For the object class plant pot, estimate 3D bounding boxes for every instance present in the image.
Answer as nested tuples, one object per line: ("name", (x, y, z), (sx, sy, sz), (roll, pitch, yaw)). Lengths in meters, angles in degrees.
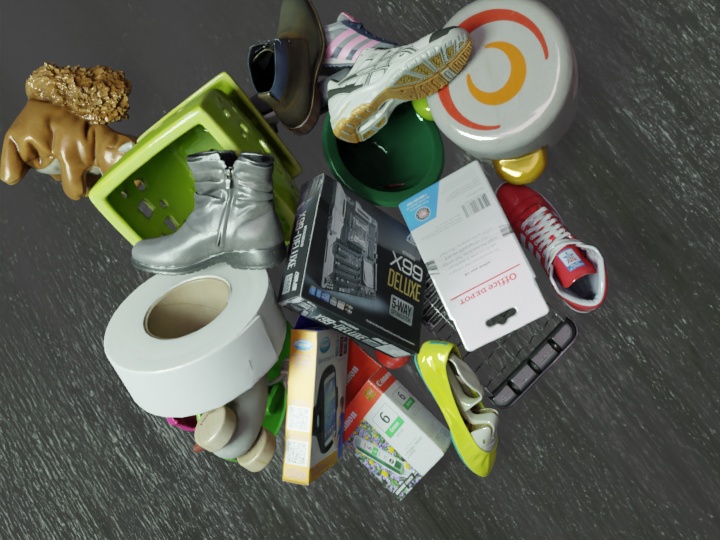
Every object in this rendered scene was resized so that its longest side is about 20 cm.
("plant pot", (-0.195, -0.121, 0.847), (0.196, 0.183, 0.201), (-29, 122, 21))

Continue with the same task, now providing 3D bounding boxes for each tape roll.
("tape roll", (-0.186, 0.067, 0.745), (0.197, 0.205, 0.072), (-8, 126, 13))

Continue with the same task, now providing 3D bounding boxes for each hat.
("hat", (-0.003, -0.139, 0.916), (0.195, 0.176, 0.170), (-2, 75, -19))

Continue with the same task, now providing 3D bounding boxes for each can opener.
("can opener", (-0.089, -0.236, 0.903), (0.196, 0.052, 0.068), (-16, 90, 23))

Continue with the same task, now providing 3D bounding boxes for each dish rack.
("dish rack", (0.170, 0.064, 0.854), (0.154, 0.054, 0.200), (-46, 78, 7))

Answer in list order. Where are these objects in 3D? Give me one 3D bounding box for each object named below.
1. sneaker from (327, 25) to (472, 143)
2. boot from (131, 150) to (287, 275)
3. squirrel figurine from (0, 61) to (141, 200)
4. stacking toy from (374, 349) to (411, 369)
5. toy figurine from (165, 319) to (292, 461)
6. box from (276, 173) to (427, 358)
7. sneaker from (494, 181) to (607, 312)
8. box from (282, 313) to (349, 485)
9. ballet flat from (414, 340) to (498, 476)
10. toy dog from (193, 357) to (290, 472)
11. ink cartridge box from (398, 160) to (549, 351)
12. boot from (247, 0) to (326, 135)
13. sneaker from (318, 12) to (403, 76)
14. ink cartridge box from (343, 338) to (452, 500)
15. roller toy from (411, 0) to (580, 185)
("sneaker", (0.036, -0.240, 0.769), (0.197, 0.075, 0.090), (-28, 65, 25))
("boot", (-0.180, -0.071, 0.740), (0.194, 0.070, 0.135), (-5, 114, 9))
("squirrel figurine", (-0.395, -0.204, 0.951), (0.182, 0.141, 0.206), (9, 93, 7))
("stacking toy", (-0.004, 0.051, 0.888), (0.085, 0.085, 0.201), (-41, 87, 9))
("toy figurine", (-0.204, 0.153, 0.904), (0.181, 0.151, 0.203), (-5, 47, 41))
("box", (0.000, 0.000, 0.803), (0.049, 0.198, 0.161), (-16, 54, 45))
("sneaker", (0.237, -0.035, 0.807), (0.071, 0.112, 0.202), (-38, 81, 9))
("box", (-0.052, 0.147, 0.810), (0.040, 0.119, 0.206), (6, 92, 18))
("ballet flat", (0.137, 0.176, 0.824), (0.066, 0.067, 0.203), (-19, 104, 40))
("toy dog", (-0.149, 0.148, 0.782), (0.095, 0.201, 0.134), (-18, 115, 29))
("ink cartridge box", (0.142, -0.014, 0.802), (0.114, 0.067, 0.204), (-26, 76, 13))
("boot", (-0.095, -0.288, 0.836), (0.073, 0.097, 0.206), (-10, 76, 23))
("sneaker", (-0.002, -0.313, 0.890), (0.194, 0.070, 0.084), (6, 93, 12))
("ink cartridge box", (0.017, 0.195, 0.870), (0.199, 0.050, 0.110), (42, 120, 10))
("roller toy", (0.182, -0.229, 0.810), (0.199, 0.139, 0.184), (42, 105, 19))
